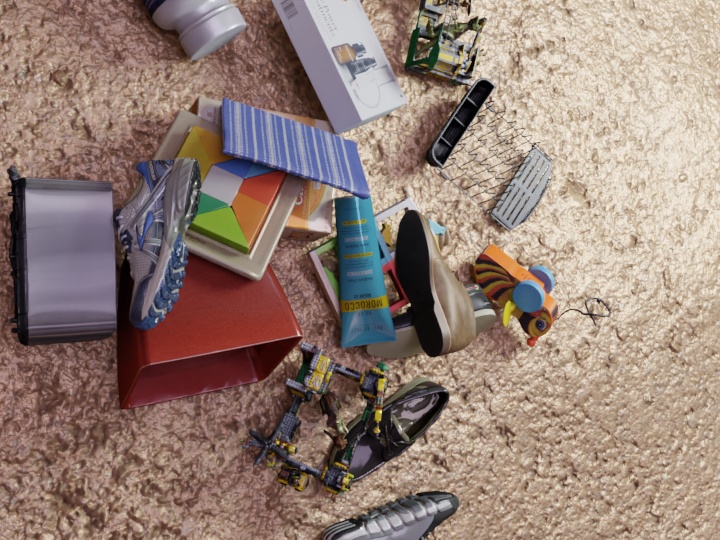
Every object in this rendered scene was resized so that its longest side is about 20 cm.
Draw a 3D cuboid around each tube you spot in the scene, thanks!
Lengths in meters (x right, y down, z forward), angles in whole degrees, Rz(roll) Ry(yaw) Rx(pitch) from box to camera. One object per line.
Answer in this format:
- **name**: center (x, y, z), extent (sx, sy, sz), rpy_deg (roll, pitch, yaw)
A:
- **tube**: center (0.000, 0.000, 1.408), extent (0.076, 0.050, 0.204), rpy_deg (-6, 97, 8)

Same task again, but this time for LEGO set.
- **LEGO set**: center (0.152, -0.355, 1.516), extent (0.114, 0.153, 0.204), rpy_deg (13, 81, -21)
- **LEGO set**: center (-0.047, 0.187, 1.342), extent (0.152, 0.116, 0.202), rpy_deg (29, 78, 7)

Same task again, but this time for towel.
- **towel**: center (-0.085, -0.152, 1.325), extent (0.197, 0.146, 0.024), rpy_deg (16, 119, -19)

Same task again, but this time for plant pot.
- **plant pot**: center (-0.206, 0.045, 1.292), extent (0.196, 0.200, 0.179), rpy_deg (-9, 72, -24)

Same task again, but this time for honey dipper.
- **honey dipper**: center (0.035, -0.026, 1.481), extent (0.197, 0.038, 0.039), rpy_deg (-18, 90, -22)

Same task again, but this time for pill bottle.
- **pill bottle**: center (-0.238, -0.387, 1.367), extent (0.119, 0.119, 0.202), rpy_deg (-33, 96, -23)

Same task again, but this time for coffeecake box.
- **coffeecake box**: center (-0.137, -0.132, 1.399), extent (0.196, 0.073, 0.157), rpy_deg (7, 79, -22)

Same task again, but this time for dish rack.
- **dish rack**: center (0.201, -0.166, 1.554), extent (0.199, 0.054, 0.155), rpy_deg (39, 76, -15)

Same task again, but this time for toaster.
- **toaster**: center (-0.352, -0.011, 1.224), extent (0.116, 0.200, 0.185), rpy_deg (-2, 83, -18)

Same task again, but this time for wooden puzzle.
- **wooden puzzle**: center (-0.171, -0.099, 1.267), extent (0.182, 0.037, 0.202), rpy_deg (23, 53, -2)

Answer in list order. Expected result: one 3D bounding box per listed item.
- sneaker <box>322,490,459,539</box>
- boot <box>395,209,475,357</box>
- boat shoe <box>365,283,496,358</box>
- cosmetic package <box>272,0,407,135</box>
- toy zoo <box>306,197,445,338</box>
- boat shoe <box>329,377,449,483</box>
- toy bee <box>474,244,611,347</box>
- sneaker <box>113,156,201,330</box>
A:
- **sneaker**: center (0.050, 0.379, 1.417), extent (0.196, 0.075, 0.118), rpy_deg (-15, 93, -14)
- **boot**: center (0.103, 0.014, 1.429), extent (0.074, 0.073, 0.204), rpy_deg (-8, 80, -34)
- **boat shoe**: center (0.093, 0.072, 1.478), extent (0.198, 0.074, 0.064), rpy_deg (-15, 60, -17)
- **cosmetic package**: center (-0.025, -0.301, 1.446), extent (0.203, 0.051, 0.150), rpy_deg (64, 31, -4)
- **toy zoo**: center (0.037, -0.012, 1.454), extent (0.198, 0.020, 0.133), rpy_deg (-28, 100, -17)
- **boat shoe**: center (0.041, 0.217, 1.432), extent (0.199, 0.065, 0.074), rpy_deg (-42, 101, -21)
- **toy bee**: center (0.244, 0.055, 1.520), extent (0.130, 0.110, 0.200), rpy_deg (-16, 48, -41)
- **sneaker**: center (-0.237, -0.033, 1.172), extent (0.083, 0.077, 0.204), rpy_deg (8, 71, 6)
